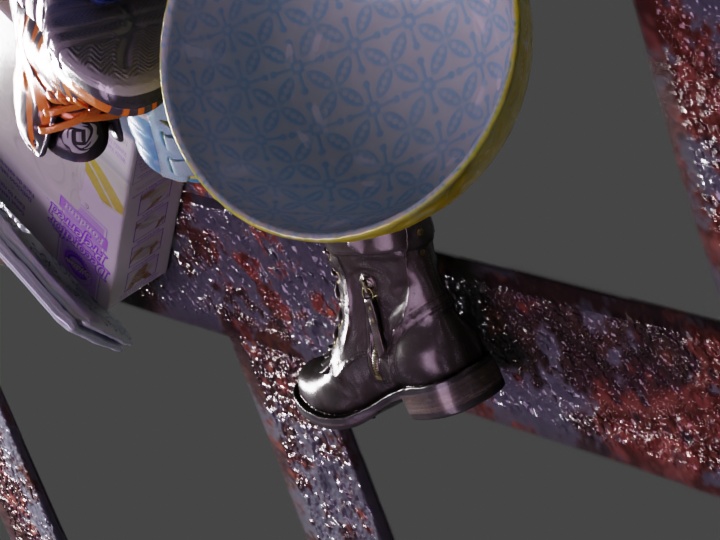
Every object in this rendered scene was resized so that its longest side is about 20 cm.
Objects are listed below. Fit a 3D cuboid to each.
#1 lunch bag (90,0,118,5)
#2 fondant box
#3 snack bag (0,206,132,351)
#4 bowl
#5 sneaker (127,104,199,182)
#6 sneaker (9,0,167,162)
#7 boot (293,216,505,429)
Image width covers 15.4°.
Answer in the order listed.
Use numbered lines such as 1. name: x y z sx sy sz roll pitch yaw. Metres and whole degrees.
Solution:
1. lunch bag: -0.156 -0.251 1.451 0.132 0.136 0.201 30 145 37
2. fondant box: -0.184 -0.086 1.749 0.144 0.058 0.200 45 151 18
3. snack bag: -0.239 -0.025 1.846 0.200 0.021 0.189 48 180 8
4. bowl: 0.009 -0.107 1.366 0.200 0.201 0.108 39 -169 25
5. sneaker: -0.084 -0.107 1.561 0.200 0.079 0.131 22 137 59
6. sneaker: -0.147 -0.105 1.501 0.200 0.077 0.113 -127 32 -57
7. boot: 0.000 0.000 1.575 0.199 0.069 0.175 -9 108 54
